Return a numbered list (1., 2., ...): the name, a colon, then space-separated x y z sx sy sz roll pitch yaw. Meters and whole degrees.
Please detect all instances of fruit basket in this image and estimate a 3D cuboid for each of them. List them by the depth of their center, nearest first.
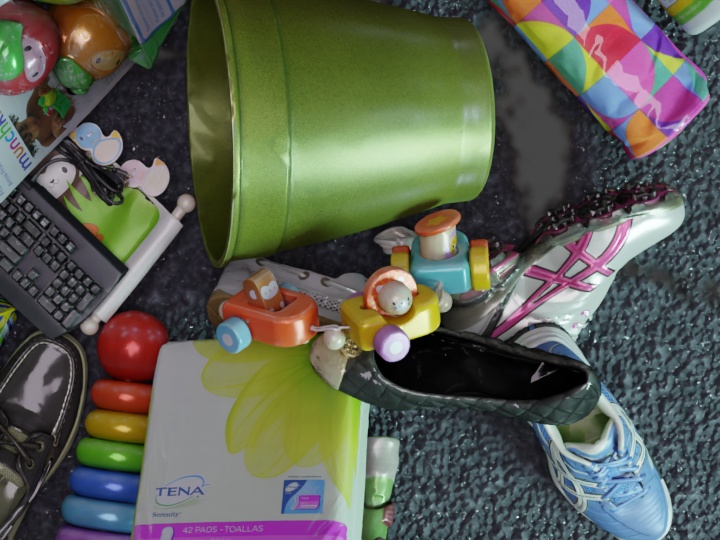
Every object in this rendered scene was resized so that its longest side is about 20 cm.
1. fruit basket: -0.209 -0.167 1.237 0.093 0.186 0.200 23 63 29

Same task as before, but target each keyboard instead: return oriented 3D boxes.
1. keyboard: -0.247 -0.057 1.312 0.200 0.021 0.127 42 90 6

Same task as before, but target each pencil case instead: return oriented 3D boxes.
1. pencil case: 0.167 -0.175 1.315 0.088 0.088 0.200 -41 94 0

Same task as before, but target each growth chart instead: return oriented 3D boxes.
1. growth chart: -0.232 -0.050 1.328 0.199 0.018 0.145 30 89 7

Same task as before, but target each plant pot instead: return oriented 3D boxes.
1. plant pot: -0.013 -0.107 1.270 0.191 0.200 0.202 -3 93 -13

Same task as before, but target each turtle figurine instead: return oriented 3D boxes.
1. turtle figurine: -0.017 0.228 1.331 0.143 0.200 0.195 -10 72 21

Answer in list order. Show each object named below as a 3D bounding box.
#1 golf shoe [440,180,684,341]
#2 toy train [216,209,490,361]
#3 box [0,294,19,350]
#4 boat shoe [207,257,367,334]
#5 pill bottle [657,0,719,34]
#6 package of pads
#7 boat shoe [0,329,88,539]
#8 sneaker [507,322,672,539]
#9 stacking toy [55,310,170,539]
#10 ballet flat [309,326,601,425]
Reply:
1. golf shoe: 0.151 0.003 1.331 0.199 0.073 0.092 -26 103 9
2. toy train: 0.000 0.000 1.246 0.200 0.150 0.056 -32 126 -40
3. box: -0.291 0.045 1.251 0.064 0.200 0.070 27 92 -2
4. boat shoe: -0.008 0.032 1.324 0.199 0.071 0.070 19 53 0
5. pill bottle: 0.211 -0.277 1.296 0.111 0.111 0.200 -43 93 1
6. package of pads: -0.076 0.142 1.252 0.153 0.068 0.201 -3 58 13
7. boat shoe: -0.257 0.140 1.323 0.071 0.066 0.202 27 93 -5
8. sneaker: 0.166 0.132 1.311 0.076 0.077 0.200 -35 115 5
9. stacking toy: -0.173 0.130 1.326 0.085 0.085 0.202 8 86 -2
10. ballet flat: 0.064 0.062 1.221 0.198 0.057 0.067 7 62 6
